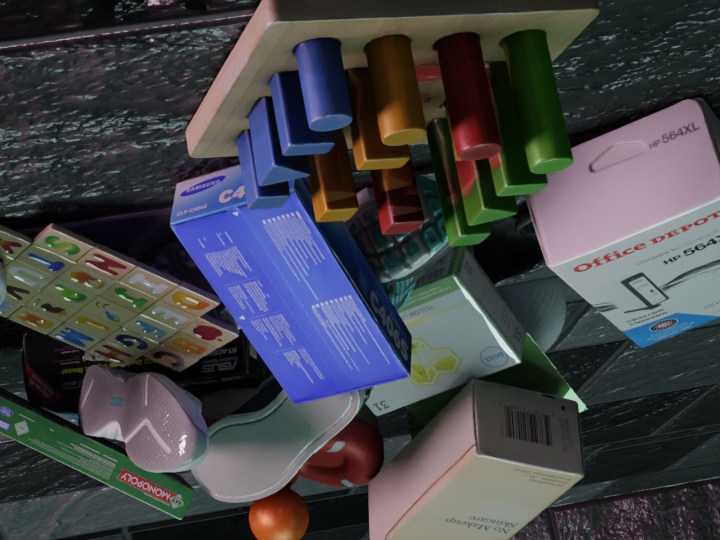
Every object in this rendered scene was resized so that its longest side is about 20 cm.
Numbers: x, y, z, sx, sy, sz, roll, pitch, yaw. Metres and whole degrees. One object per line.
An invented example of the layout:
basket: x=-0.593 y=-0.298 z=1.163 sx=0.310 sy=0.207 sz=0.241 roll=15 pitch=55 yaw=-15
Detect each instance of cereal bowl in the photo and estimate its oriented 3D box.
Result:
cereal bowl: x=0.085 y=0.062 z=1.561 sx=0.199 sy=0.084 sz=0.200 roll=-10 pitch=179 yaw=0

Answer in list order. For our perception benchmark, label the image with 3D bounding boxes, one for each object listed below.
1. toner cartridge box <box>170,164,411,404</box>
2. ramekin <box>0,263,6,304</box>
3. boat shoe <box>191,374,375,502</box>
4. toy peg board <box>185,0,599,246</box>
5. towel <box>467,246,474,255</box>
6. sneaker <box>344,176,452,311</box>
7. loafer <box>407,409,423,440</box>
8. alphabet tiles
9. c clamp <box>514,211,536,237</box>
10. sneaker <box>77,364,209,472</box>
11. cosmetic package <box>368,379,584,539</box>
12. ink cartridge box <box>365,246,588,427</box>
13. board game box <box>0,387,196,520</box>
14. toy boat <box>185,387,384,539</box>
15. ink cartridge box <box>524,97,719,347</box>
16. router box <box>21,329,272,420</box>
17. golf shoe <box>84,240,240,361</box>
toner cartridge box: x=-0.044 y=0.009 z=1.242 sx=0.095 sy=0.043 sz=0.200 roll=-15 pitch=133 yaw=18
ramekin: x=-0.343 y=0.047 z=1.224 sx=0.202 sy=0.095 sz=0.202 roll=-6 pitch=161 yaw=-2
boat shoe: x=-0.056 y=0.119 z=1.402 sx=0.200 sy=0.076 sz=0.060 roll=-32 pitch=-172 yaw=37
toy peg board: x=0.020 y=-0.079 z=1.051 sx=0.198 sy=0.098 sz=0.200 roll=-5 pitch=164 yaw=-20
towel: x=0.000 y=0.000 z=1.455 sx=0.190 sy=0.032 sz=0.200 roll=-12 pitch=164 yaw=4
sneaker: x=0.014 y=-0.005 z=1.329 sx=0.200 sy=0.078 sz=0.091 roll=-32 pitch=154 yaw=34
loafer: x=0.124 y=0.131 z=1.587 sx=0.067 sy=0.076 sz=0.200 roll=-13 pitch=-171 yaw=-38
alphabet tiles: x=-0.194 y=0.022 z=1.283 sx=0.200 sy=0.006 sz=0.166 roll=25 pitch=149 yaw=-23
c clamp: x=0.229 y=-0.059 z=1.423 sx=0.199 sy=0.027 sz=0.171 roll=-7 pitch=169 yaw=-22
sneaker: x=-0.152 y=0.112 z=1.383 sx=0.080 sy=0.071 sz=0.200 roll=12 pitch=-178 yaw=-28
cosmetic package: x=0.093 y=0.174 z=1.485 sx=0.103 sy=0.073 sz=0.200 roll=13 pitch=143 yaw=-20
ink cartridge box: x=0.073 y=0.082 z=1.447 sx=0.145 sy=0.048 sz=0.200 roll=-22 pitch=120 yaw=29
board game box: x=-0.236 y=0.146 z=1.481 sx=0.200 sy=0.029 sz=0.135 roll=27 pitch=173 yaw=-7
toy boat: x=-0.072 y=0.173 z=1.534 sx=0.199 sy=0.131 sz=0.130 roll=4 pitch=165 yaw=-36
ink cartridge box: x=0.227 y=-0.030 z=1.322 sx=0.146 sy=0.085 sz=0.200 roll=-23 pitch=152 yaw=21
router box: x=-0.173 y=0.084 z=1.543 sx=0.199 sy=0.062 sz=0.150 roll=-8 pitch=167 yaw=10
golf shoe: x=-0.128 y=0.020 z=1.377 sx=0.200 sy=0.079 sz=0.097 roll=-11 pitch=174 yaw=40
